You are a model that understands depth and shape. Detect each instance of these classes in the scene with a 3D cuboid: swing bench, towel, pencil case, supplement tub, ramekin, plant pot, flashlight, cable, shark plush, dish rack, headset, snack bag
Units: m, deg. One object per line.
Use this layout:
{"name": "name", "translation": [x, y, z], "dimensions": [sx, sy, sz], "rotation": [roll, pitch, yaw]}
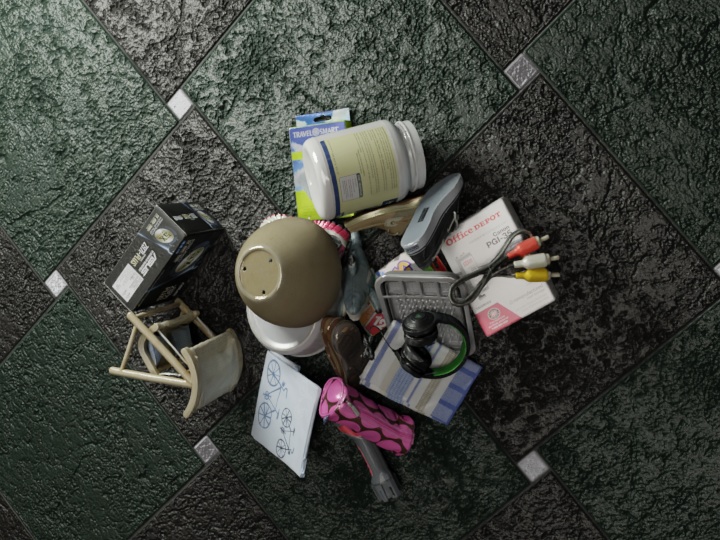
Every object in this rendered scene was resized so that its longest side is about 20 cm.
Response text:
{"name": "swing bench", "translation": [-0.349, 0.167, 1.555], "dimensions": [0.196, 0.199, 0.133], "rotation": [26, 103, 12]}
{"name": "towel", "translation": [0.112, 0.193, 1.475], "dimensions": [0.196, 0.024, 0.149], "rotation": [27, 109, -7]}
{"name": "pencil case", "translation": [0.017, 0.277, 1.467], "dimensions": [0.093, 0.197, 0.093], "rotation": [-20, 47, 53]}
{"name": "supplement tub", "translation": [0.006, -0.184, 1.400], "dimensions": [0.195, 0.145, 0.149], "rotation": [-15, 93, -11]}
{"name": "ramekin", "translation": [-0.131, 0.069, 1.518], "dimensions": [0.197, 0.094, 0.209], "rotation": [1, 93, 23]}
{"name": "plant pot", "translation": [-0.148, 0.004, 1.398], "dimensions": [0.195, 0.134, 0.207], "rotation": [0, 90, 24]}
{"name": "flashlight", "translation": [0.011, 0.353, 1.541], "dimensions": [0.067, 0.068, 0.204], "rotation": [-26, 93, 13]}
{"name": "cable", "translation": [0.235, -0.007, 1.320], "dimensions": [0.195, 0.050, 0.100], "rotation": [-18, 90, -7]}
{"name": "shark plush", "translation": [0.000, 0.000, 1.468], "dimensions": [0.088, 0.084, 0.205], "rotation": [2, 67, 20]}
{"name": "dish rack", "translation": [0.124, 0.073, 1.435], "dimensions": [0.167, 0.044, 0.203], "rotation": [1, 132, 20]}
{"name": "headset", "translation": [0.100, 0.138, 1.389], "dimensions": [0.194, 0.095, 0.126], "rotation": [8, 116, -7]}
{"name": "snack bag", "translation": [-0.145, 0.276, 1.547], "dimensions": [0.198, 0.021, 0.194], "rotation": [23, 104, 48]}

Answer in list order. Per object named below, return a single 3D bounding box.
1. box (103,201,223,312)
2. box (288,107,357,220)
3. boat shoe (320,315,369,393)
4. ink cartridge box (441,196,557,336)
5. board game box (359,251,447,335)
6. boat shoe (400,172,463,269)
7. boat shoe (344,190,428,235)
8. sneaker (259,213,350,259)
{"name": "box", "translation": [-0.389, -0.030, 1.562], "dimensions": [0.086, 0.163, 0.201], "rotation": [41, 105, 8]}
{"name": "box", "translation": [-0.069, -0.201, 1.503], "dimensions": [0.119, 0.048, 0.206], "rotation": [-4, 96, 17]}
{"name": "boat shoe", "translation": [-0.028, 0.158, 1.492], "dimensions": [0.071, 0.075, 0.203], "rotation": [29, 145, 38]}
{"name": "ink cartridge box", "translation": [0.244, -0.009, 1.410], "dimensions": [0.144, 0.083, 0.203], "rotation": [-29, 88, 18]}
{"name": "board game box", "translation": [0.071, 0.033, 1.500], "dimensions": [0.198, 0.030, 0.097], "rotation": [-37, 85, 15]}
{"name": "boat shoe", "translation": [0.138, -0.086, 1.365], "dimensions": [0.072, 0.201, 0.069], "rotation": [-15, 125, 40]}
{"name": "boat shoe", "translation": [0.068, -0.095, 1.451], "dimensions": [0.195, 0.072, 0.067], "rotation": [-16, 101, 0]}
{"name": "sneaker", "translation": [-0.117, -0.057, 1.493], "dimensions": [0.196, 0.080, 0.076], "rotation": [7, 71, 33]}
